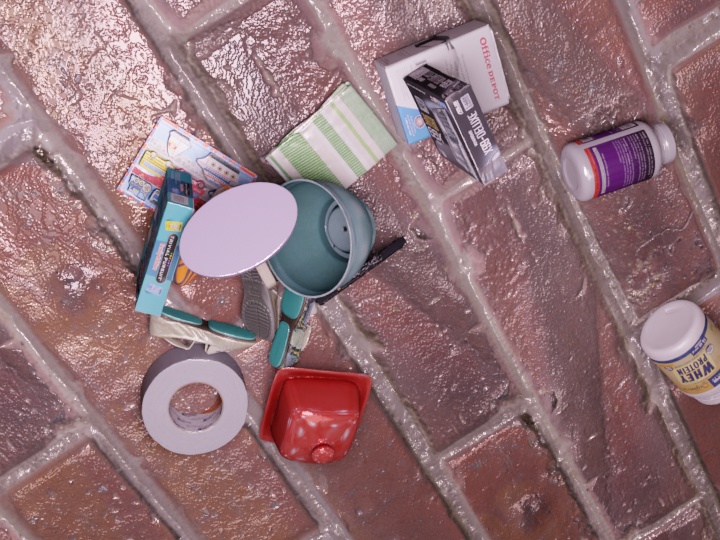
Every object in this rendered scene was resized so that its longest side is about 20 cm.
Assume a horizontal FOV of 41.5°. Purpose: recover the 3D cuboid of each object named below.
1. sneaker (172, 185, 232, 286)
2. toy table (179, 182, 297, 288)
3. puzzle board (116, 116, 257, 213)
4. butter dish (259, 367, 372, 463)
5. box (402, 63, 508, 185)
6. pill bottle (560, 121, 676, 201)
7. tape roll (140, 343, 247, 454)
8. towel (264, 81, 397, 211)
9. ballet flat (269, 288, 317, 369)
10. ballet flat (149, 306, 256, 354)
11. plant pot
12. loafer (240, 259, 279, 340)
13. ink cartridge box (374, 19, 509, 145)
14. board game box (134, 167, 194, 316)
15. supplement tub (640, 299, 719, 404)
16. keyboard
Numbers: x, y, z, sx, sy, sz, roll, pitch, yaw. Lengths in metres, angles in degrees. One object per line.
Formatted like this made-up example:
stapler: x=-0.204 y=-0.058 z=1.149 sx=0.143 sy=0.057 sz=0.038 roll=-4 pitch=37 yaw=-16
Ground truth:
sneaker: x=-0.243 y=-0.037 z=1.639 sx=0.112 sy=0.077 sz=0.201 roll=37 pitch=105 yaw=14
toy table: x=-0.193 y=-0.059 z=1.543 sx=0.197 sy=0.117 sz=0.186 roll=-18 pitch=84 yaw=-4
puzzle board: x=-0.300 y=-0.152 z=1.655 sx=0.199 sy=0.017 sz=0.152 roll=31 pitch=101 yaw=-24
butter dish: x=-0.080 y=0.301 z=1.805 sx=0.197 sy=0.149 sz=0.202 roll=7 pitch=126 yaw=-16
box: x=0.152 y=-0.241 z=1.544 sx=0.049 sy=0.200 sz=0.159 roll=-31 pitch=117 yaw=-4
pill bottle: x=0.484 y=-0.210 z=1.783 sx=0.197 sy=0.113 sz=0.114 roll=-18 pitch=115 yaw=-7
tape roll: x=-0.311 y=0.242 z=1.782 sx=0.197 sy=0.066 sz=0.203 roll=-5 pitch=113 yaw=-12
towel: x=-0.053 y=-0.216 z=1.692 sx=0.200 sy=0.023 sz=0.153 roll=-41 pitch=116 yaw=2
ballet flat: x=-0.117 y=0.089 z=1.781 sx=0.073 sy=0.074 sz=0.202 roll=13 pitch=109 yaw=-19
ballet flat: x=-0.291 y=0.119 z=1.741 sx=0.197 sy=0.068 sz=0.063 roll=18 pitch=105 yaw=-10
plant pot: x=-0.056 y=-0.065 z=1.655 sx=0.133 sy=0.199 sz=0.203 roll=-16 pitch=122 yaw=-52
loafer: x=-0.173 y=0.041 z=1.731 sx=0.074 sy=0.070 sz=0.202 roll=20 pitch=130 yaw=22
ink cartridge box: x=0.143 y=-0.331 z=1.662 sx=0.198 sy=0.084 sz=0.147 roll=-23 pitch=115 yaw=-5
board game box: x=-0.330 y=-0.049 z=1.598 sx=0.046 sy=0.151 sz=0.202 roll=14 pitch=113 yaw=-18
supplement tub: x=0.692 y=0.172 z=1.972 sx=0.145 sy=0.145 sz=0.200 roll=-46 pitch=115 yaw=6
keyboard: x=0.000 y=0.000 z=1.737 sx=0.199 sy=0.127 sz=0.021 roll=-37 pitch=88 yaw=-3
